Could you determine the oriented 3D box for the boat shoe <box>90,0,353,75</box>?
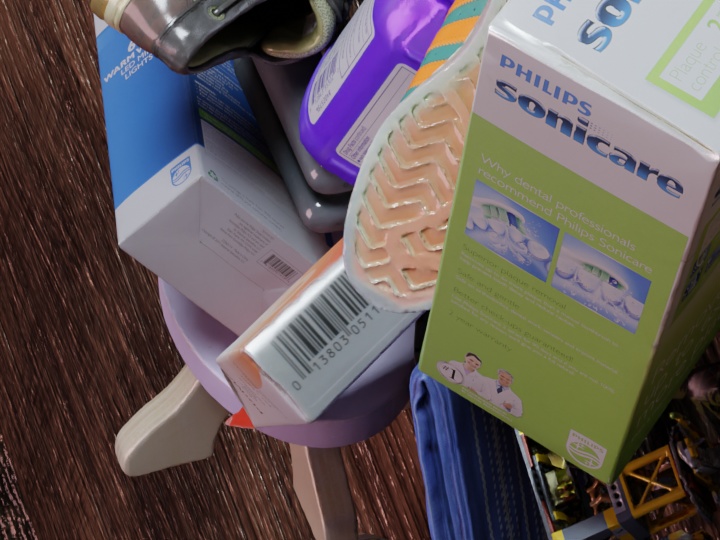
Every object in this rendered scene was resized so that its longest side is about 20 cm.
[{"bbox_3d":[-0.038,-0.126,1.259,0.066,0.200,0.072,54,128,14],"label":"boat shoe"}]

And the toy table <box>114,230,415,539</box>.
[{"bbox_3d":[-0.040,0.045,1.429,0.118,0.182,0.201,91,171,-45],"label":"toy table"}]

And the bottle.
[{"bbox_3d":[0.036,-0.112,1.185,0.065,0.084,0.200,30,145,-6],"label":"bottle"}]

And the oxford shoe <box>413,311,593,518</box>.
[{"bbox_3d":[0.071,0.098,1.349,0.084,0.072,0.202,-108,8,-77],"label":"oxford shoe"}]

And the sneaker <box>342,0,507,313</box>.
[{"bbox_3d":[0.059,-0.074,1.052,0.071,0.201,0.080,30,-174,0],"label":"sneaker"}]

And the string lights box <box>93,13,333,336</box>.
[{"bbox_3d":[-0.073,-0.066,1.368,0.103,0.059,0.201,39,-156,-33],"label":"string lights box"}]

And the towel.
[{"bbox_3d":[0.064,0.061,1.171,0.200,0.024,0.146,-53,-42,-57],"label":"towel"}]

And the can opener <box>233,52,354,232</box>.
[{"bbox_3d":[-0.058,-0.101,1.324,0.054,0.066,0.201,101,153,-48],"label":"can opener"}]

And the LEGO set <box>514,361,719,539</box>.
[{"bbox_3d":[0.125,0.041,1.068,0.154,0.115,0.201,48,-157,-48],"label":"LEGO set"}]

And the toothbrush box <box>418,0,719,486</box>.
[{"bbox_3d":[0.099,-0.047,0.906,0.086,0.146,0.201,30,149,15],"label":"toothbrush box"}]

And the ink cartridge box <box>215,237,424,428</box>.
[{"bbox_3d":[0.000,0.000,1.241,0.050,0.162,0.200,48,168,-8],"label":"ink cartridge box"}]

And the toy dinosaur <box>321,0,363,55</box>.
[{"bbox_3d":[-0.004,-0.082,1.378,0.201,0.076,0.103,105,158,-55],"label":"toy dinosaur"}]

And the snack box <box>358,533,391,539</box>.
[{"bbox_3d":[0.031,0.226,1.513,0.200,0.053,0.143,177,79,-73],"label":"snack box"}]
